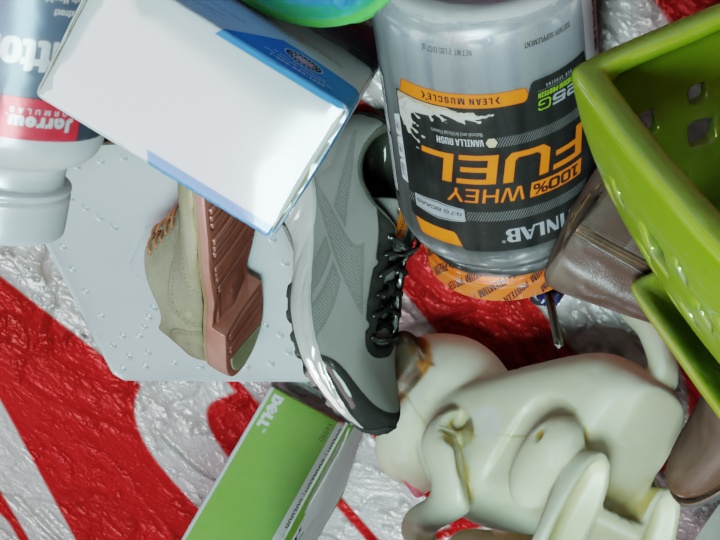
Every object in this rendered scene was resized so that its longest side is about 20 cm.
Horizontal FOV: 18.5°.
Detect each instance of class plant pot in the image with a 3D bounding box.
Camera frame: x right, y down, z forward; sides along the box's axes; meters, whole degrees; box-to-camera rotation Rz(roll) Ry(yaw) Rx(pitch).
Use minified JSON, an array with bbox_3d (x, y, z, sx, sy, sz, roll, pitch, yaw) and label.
[{"bbox_3d":[0.237,-0.017,1.092,0.199,0.199,0.182,-21,131,-9],"label":"plant pot"}]

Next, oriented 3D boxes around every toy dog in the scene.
[{"bbox_3d":[0.088,0.101,1.369,0.199,0.195,0.139,16,-179,40],"label":"toy dog"}]

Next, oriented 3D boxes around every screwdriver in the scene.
[{"bbox_3d":[0.109,0.023,1.271,0.028,0.200,0.029,1,107,2],"label":"screwdriver"}]

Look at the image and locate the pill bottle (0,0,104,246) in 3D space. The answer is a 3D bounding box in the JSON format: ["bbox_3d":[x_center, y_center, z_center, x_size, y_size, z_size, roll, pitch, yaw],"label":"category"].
[{"bbox_3d":[-0.203,-0.123,1.310,0.119,0.120,0.201,17,108,17],"label":"pill bottle"}]

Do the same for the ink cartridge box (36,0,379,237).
[{"bbox_3d":[-0.073,-0.110,1.195,0.145,0.200,0.084,30,107,-2],"label":"ink cartridge box"}]

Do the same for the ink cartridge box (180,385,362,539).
[{"bbox_3d":[-0.060,0.147,1.476,0.075,0.148,0.200,26,150,7],"label":"ink cartridge box"}]

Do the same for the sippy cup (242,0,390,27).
[{"bbox_3d":[-0.010,-0.216,1.150,0.178,0.130,0.140,40,134,-5],"label":"sippy cup"}]

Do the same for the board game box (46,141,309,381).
[{"bbox_3d":[-0.120,-0.010,1.486,0.199,0.026,0.201,-1,128,32],"label":"board game box"}]

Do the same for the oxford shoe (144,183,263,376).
[{"bbox_3d":[-0.108,-0.014,1.405,0.073,0.071,0.201,19,135,18],"label":"oxford shoe"}]

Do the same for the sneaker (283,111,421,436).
[{"bbox_3d":[0.000,0.000,1.338,0.079,0.074,0.201,-10,87,26],"label":"sneaker"}]

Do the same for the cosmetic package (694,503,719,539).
[{"bbox_3d":[0.222,0.200,1.287,0.051,0.151,0.201,26,123,-4],"label":"cosmetic package"}]

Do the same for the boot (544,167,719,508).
[{"bbox_3d":[0.166,0.034,1.243,0.199,0.064,0.187,22,111,-31],"label":"boot"}]

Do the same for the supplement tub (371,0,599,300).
[{"bbox_3d":[0.074,-0.089,1.227,0.122,0.123,0.201,10,133,23],"label":"supplement tub"}]
